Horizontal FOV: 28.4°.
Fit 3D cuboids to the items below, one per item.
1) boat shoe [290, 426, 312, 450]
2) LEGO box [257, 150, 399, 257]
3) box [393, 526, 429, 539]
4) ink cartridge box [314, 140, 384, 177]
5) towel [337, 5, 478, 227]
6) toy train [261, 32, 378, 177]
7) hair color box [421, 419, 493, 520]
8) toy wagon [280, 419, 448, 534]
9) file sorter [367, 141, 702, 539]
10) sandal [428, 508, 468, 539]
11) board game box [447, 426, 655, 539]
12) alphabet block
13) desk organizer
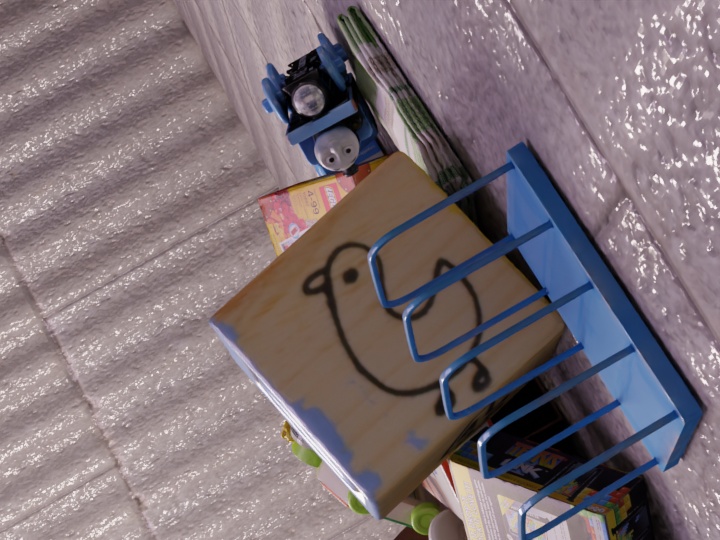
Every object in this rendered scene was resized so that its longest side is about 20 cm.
[{"bbox_3d":[0.022,0.150,1.454,0.199,0.064,0.071,5,-153,-41],"label":"boat shoe"},{"bbox_3d":[0.000,0.000,1.404,0.148,0.077,0.201,-13,99,48],"label":"LEGO box"},{"bbox_3d":[0.156,0.319,1.467,0.164,0.166,0.200,43,-178,-20],"label":"box"},{"bbox_3d":[0.028,-0.043,1.508,0.201,0.067,0.116,59,175,15],"label":"ink cartridge box"},{"bbox_3d":[0.040,-0.111,1.207,0.201,0.031,0.149,59,174,26],"label":"towel"},{"bbox_3d":[-0.034,-0.152,1.328,0.115,0.086,0.200,59,-174,-14],"label":"toy train"},{"bbox_3d":[0.079,0.158,1.330,0.112,0.064,0.200,64,173,-6],"label":"hair color box"},{"bbox_3d":[0.008,0.201,1.463,0.199,0.040,0.155,19,-159,-12],"label":"toy wagon"},{"bbox_3d":[0.105,0.052,0.906,0.201,0.122,0.139,60,175,20],"label":"file sorter"},{"bbox_3d":[0.156,0.276,1.320,0.050,0.201,0.083,114,167,-47],"label":"sandal"},{"bbox_3d":[0.167,0.242,1.171,0.165,0.057,0.201,16,129,45],"label":"board game box"},{"bbox_3d":[0.023,0.059,1.141,0.195,0.200,0.196,46,172,10],"label":"alphabet block"},{"bbox_3d":[0.174,0.189,1.294,0.201,0.071,0.077,58,172,29],"label":"desk organizer"}]
